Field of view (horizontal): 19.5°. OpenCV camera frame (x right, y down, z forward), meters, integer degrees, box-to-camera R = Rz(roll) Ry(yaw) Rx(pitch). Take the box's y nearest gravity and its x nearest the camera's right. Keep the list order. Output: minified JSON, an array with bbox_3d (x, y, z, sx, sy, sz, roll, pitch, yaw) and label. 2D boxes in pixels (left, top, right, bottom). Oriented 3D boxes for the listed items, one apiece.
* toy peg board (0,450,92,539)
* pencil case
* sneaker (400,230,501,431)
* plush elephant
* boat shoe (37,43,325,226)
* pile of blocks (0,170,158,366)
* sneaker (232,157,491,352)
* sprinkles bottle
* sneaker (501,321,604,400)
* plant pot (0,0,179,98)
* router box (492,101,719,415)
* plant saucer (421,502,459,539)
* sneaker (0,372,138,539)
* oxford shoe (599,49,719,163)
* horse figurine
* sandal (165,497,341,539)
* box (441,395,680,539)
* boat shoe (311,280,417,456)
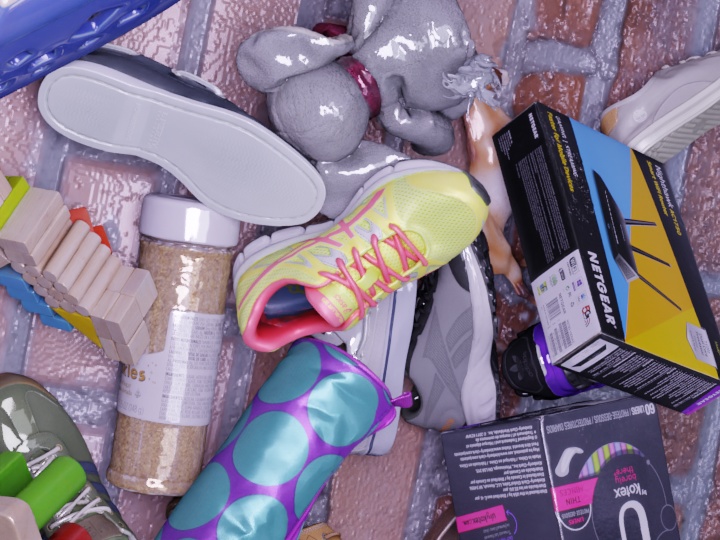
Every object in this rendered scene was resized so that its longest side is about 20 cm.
[{"bbox_3d":[-0.243,0.203,1.320,0.098,0.200,0.200,-46,130,-49],"label":"toy peg board"},{"bbox_3d":[-0.057,0.142,1.395,0.092,0.085,0.200,30,76,16],"label":"pencil case"},{"bbox_3d":[0.060,0.037,1.495,0.079,0.074,0.201,-2,122,2],"label":"sneaker"},{"bbox_3d":[-0.003,-0.129,1.419,0.154,0.200,0.165,-20,115,-6],"label":"plush elephant"},{"bbox_3d":[-0.112,-0.096,1.375,0.200,0.060,0.076,28,121,-11],"label":"boat shoe"},{"bbox_3d":[-0.210,-0.021,1.363,0.200,0.082,0.062,45,53,-22],"label":"pile of blocks"},{"bbox_3d":[0.000,0.000,1.379,0.200,0.090,0.078,-28,118,25],"label":"sneaker"},{"bbox_3d":[-0.127,0.050,1.419,0.068,0.068,0.201,6,95,-30],"label":"sprinkles bottle"},{"bbox_3d":[0.161,0.059,1.569,0.200,0.099,0.070,0,72,-65],"label":"sneaker"},{"bbox_3d":[-0.205,-0.228,1.246,0.200,0.180,0.200,-32,94,-21],"label":"plant pot"},{"bbox_3d":[0.178,-0.008,1.480,0.149,0.051,0.200,21,45,-40],"label":"router box"},{"bbox_3d":[0.099,0.233,1.568,0.200,0.034,0.201,-20,124,-33],"label":"plant saucer"},{"bbox_3d":[-0.187,0.162,1.389,0.067,0.090,0.201,-30,110,-21],"label":"sneaker"},{"bbox_3d":[0.263,-0.142,1.616,0.200,0.075,0.058,-31,66,-24],"label":"oxford shoe"},{"bbox_3d":[0.107,-0.048,1.547,0.132,0.050,0.201,21,85,-36],"label":"horse figurine"},{"bbox_3d":[-0.050,0.199,1.492,0.200,0.082,0.055,33,59,-22],"label":"sandal"},{"bbox_3d":[0.148,0.196,1.465,0.122,0.106,0.201,-8,87,-41],"label":"box"},{"bbox_3d":[-0.014,0.033,1.485,0.086,0.075,0.203,2,104,-21],"label":"boat shoe"}]
